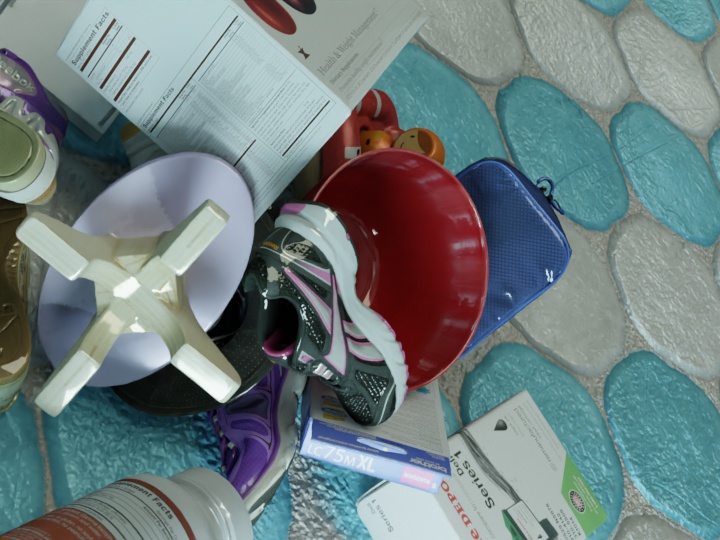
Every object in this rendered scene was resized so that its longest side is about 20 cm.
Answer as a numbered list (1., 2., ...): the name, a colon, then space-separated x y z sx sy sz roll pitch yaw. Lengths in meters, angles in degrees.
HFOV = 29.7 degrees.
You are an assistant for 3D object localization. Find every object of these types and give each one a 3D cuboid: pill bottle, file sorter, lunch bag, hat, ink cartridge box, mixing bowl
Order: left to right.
1. pill bottle: -0.168 0.206 0.914 0.199 0.112 0.113 -20 75 -50
2. file sorter: -0.220 -0.246 1.205 0.138 0.124 0.201 40 40 -15
3. hat: -0.135 0.021 1.091 0.202 0.199 0.081 64 5 16
4. mixing bowl: 0.000 0.000 1.151 0.199 0.108 0.203 0 90 -36
5. ink cartridge box: 0.010 0.123 1.119 0.118 0.042 0.200 17 16 -7
6. lunch bag: 0.105 -0.019 1.282 0.136 0.199 0.132 52 7 -2
7. ink cartridge box: 0.110 0.214 1.202 0.199 0.084 0.147 -24 78 -51

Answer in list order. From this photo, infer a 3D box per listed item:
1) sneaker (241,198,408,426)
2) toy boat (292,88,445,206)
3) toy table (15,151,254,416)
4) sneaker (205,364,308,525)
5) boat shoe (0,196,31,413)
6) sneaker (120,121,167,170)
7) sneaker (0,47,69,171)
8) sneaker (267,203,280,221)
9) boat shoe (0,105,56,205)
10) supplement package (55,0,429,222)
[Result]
1. sneaker: -0.036 0.047 0.999 0.086 0.080 0.201 -46 128 -28
2. toy boat: 0.016 -0.109 1.277 0.200 0.129 0.132 -11 102 -68
3. toy table: -0.158 0.011 0.967 0.183 0.201 0.117 29 10 -11
4. sneaker: -0.097 0.129 1.091 0.083 0.081 0.201 22 36 -12
5. boat shoe: -0.282 0.008 1.007 0.072 0.063 0.202 -2 56 -15
6. sneaker: -0.128 -0.096 1.234 0.199 0.075 0.089 -9 81 -43
7. sneaker: -0.311 -0.156 1.089 0.200 0.080 0.089 46 32 -15
8. sneaker: -0.074 -0.034 1.202 0.199 0.071 0.084 -3 91 -46
9. boat shoe: -0.309 -0.110 1.013 0.199 0.069 0.075 38 76 18
10. supplement package: -0.086 -0.185 1.058 0.200 0.147 0.192 41 38 -6
